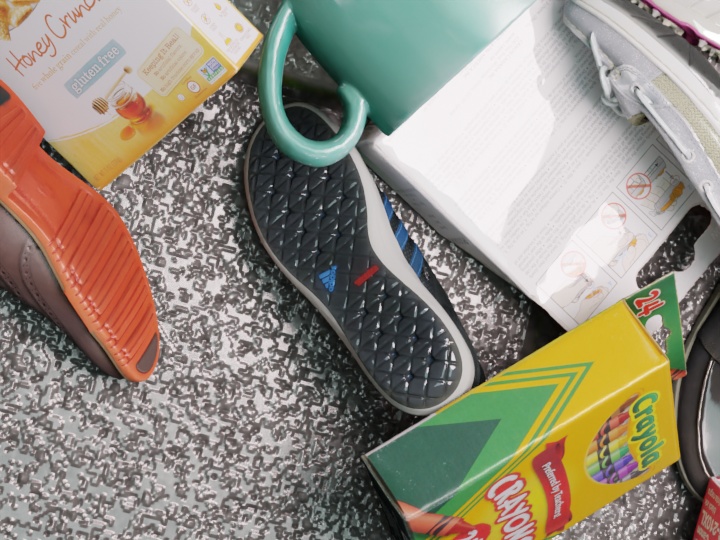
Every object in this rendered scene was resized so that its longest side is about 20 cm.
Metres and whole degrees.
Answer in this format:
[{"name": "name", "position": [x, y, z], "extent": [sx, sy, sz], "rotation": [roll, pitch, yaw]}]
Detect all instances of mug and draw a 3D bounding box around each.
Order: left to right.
[{"name": "mug", "position": [0.023, -0.155, 1.443], "extent": [0.114, 0.152, 0.185], "rotation": [48, 48, -2]}]

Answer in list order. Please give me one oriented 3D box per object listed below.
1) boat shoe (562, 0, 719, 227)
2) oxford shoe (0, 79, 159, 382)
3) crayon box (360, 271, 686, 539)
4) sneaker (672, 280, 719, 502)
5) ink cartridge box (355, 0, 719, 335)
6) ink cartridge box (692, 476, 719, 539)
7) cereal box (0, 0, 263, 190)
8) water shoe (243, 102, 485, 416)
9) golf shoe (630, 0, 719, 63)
[{"name": "boat shoe", "position": [0.179, -0.078, 1.514], "extent": [0.202, 0.074, 0.065], "rotation": [46, 104, 6]}, {"name": "oxford shoe", "position": [-0.181, -0.017, 1.496], "extent": [0.072, 0.071, 0.200], "rotation": [-23, 110, 30]}, {"name": "crayon box", "position": [0.105, 0.094, 1.516], "extent": [0.199, 0.127, 0.051], "rotation": [-31, 60, -7]}, {"name": "sneaker", "position": [0.239, 0.040, 1.566], "extent": [0.074, 0.106, 0.201], "rotation": [18, 86, -13]}, {"name": "ink cartridge box", "position": [0.119, -0.064, 1.572], "extent": [0.200, 0.050, 0.161], "rotation": [43, 80, -14]}, {"name": "ink cartridge box", "position": [0.248, 0.236, 1.563], "extent": [0.144, 0.084, 0.201], "rotation": [13, 99, -13]}, {"name": "cereal box", "position": [-0.166, -0.150, 1.454], "extent": [0.200, 0.144, 0.040], "rotation": [43, 46, -10]}, {"name": "water shoe", "position": [0.000, 0.000, 1.532], "extent": [0.071, 0.079, 0.201], "rotation": [-32, 72, 9]}, {"name": "golf shoe", "position": [0.243, -0.148, 1.565], "extent": [0.199, 0.075, 0.092], "rotation": [27, 96, 7]}]
